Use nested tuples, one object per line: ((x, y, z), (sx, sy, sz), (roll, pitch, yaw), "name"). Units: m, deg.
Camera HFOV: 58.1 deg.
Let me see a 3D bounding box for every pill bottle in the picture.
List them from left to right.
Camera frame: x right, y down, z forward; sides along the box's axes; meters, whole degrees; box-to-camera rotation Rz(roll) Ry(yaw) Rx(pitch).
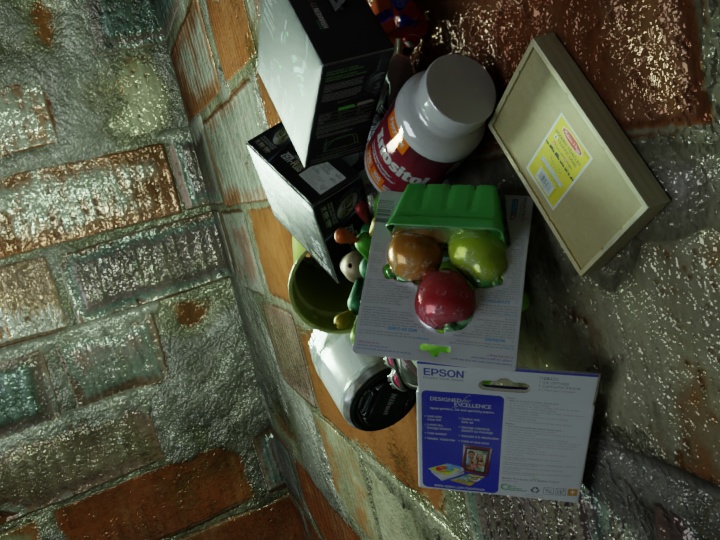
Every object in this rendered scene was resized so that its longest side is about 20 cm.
((0.081, -0.168, 0.786), (0.114, 0.112, 0.200), (69, 160, 10), "pill bottle")

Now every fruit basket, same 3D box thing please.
((0.094, 0.006, 0.729), (0.094, 0.182, 0.203), (39, -123, -66), "fruit basket")

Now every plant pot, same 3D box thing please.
((-0.047, -0.021, 1.171), (0.185, 0.197, 0.203), (-119, 20, -57), "plant pot")

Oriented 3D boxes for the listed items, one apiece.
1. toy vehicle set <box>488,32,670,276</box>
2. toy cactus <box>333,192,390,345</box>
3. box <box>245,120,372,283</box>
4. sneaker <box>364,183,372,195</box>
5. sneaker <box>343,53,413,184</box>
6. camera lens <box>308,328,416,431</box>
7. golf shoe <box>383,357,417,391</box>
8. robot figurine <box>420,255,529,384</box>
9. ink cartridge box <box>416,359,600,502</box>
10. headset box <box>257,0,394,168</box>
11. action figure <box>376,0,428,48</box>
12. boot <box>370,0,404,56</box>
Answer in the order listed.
((0.202, -0.110, 0.635), (0.202, 0.026, 0.125), (65, 159, 21), "toy vehicle set")
((0.000, 0.000, 0.860), (0.165, 0.101, 0.204), (-170, 79, -73), "toy cactus")
((-0.070, -0.108, 0.980), (0.200, 0.086, 0.165), (44, 160, 39), "box")
((0.000, -0.165, 1.090), (0.079, 0.075, 0.200), (54, 161, -8), "sneaker")
((-0.004, -0.228, 0.925), (0.114, 0.075, 0.201), (31, 132, 10), "sneaker")
((0.008, 0.179, 1.191), (0.200, 0.158, 0.162), (50, 150, 48), "camera lens")
((0.060, 0.075, 0.950), (0.088, 0.077, 0.202), (-23, 93, 47), "golf shoe")
((0.117, 0.044, 0.814), (0.174, 0.115, 0.203), (-26, 57, 44), "robot figurine")
((0.164, 0.178, 0.751), (0.047, 0.194, 0.203), (-68, -22, -59), "ink cartridge box")
((-0.052, -0.261, 0.790), (0.176, 0.092, 0.201), (63, 159, 21), "headset box")
((0.020, -0.318, 0.769), (0.066, 0.098, 0.200), (64, -169, 26), "action figure")
((-0.005, -0.308, 0.913), (0.200, 0.106, 0.076), (129, 130, -62), "boot")
